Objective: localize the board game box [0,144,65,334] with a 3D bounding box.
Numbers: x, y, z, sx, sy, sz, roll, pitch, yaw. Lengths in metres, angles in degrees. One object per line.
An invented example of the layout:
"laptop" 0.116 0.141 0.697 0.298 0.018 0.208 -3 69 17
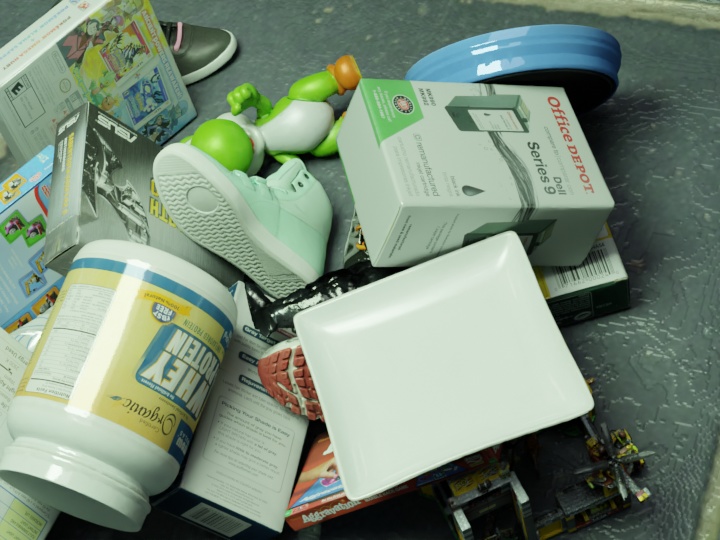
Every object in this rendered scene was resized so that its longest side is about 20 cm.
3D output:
"board game box" -0.324 0.002 1.499 0.200 0.152 0.037 -41 51 -17

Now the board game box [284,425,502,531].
"board game box" 0.033 0.144 1.327 0.199 0.019 0.103 -23 24 29

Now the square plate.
"square plate" 0.061 0.075 1.281 0.197 0.029 0.201 -21 46 1

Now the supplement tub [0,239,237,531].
"supplement tub" -0.195 0.092 1.312 0.144 0.145 0.201 13 69 21

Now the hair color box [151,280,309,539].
"hair color box" -0.099 0.122 1.392 0.100 0.060 0.201 28 55 -21

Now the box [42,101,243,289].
"box" -0.189 -0.036 1.470 0.048 0.200 0.159 -29 46 31

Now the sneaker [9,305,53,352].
"sneaker" -0.288 0.072 1.503 0.199 0.075 0.087 -17 42 -5

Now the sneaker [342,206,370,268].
"sneaker" 0.022 -0.052 1.503 0.078 0.077 0.201 1 59 11

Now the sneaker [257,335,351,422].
"sneaker" 0.005 0.074 1.405 0.199 0.078 0.082 -6 25 -22

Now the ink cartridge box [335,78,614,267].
"ink cartridge box" 0.096 -0.083 1.391 0.198 0.084 0.147 -1 52 -22

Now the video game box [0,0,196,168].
"video game box" -0.261 -0.168 1.575 0.182 0.201 0.047 -40 55 -16

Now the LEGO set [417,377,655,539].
"LEGO set" 0.127 0.148 1.312 0.199 0.116 0.155 -17 53 1

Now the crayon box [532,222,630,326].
"crayon box" 0.155 -0.041 1.481 0.126 0.051 0.201 -15 54 2

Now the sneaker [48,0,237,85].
"sneaker" -0.231 -0.243 1.683 0.198 0.099 0.071 -3 53 9

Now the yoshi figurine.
"yoshi figurine" -0.083 -0.130 1.567 0.199 0.112 0.113 -21 60 1

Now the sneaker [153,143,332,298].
"sneaker" -0.103 -0.072 1.492 0.073 0.200 0.119 -21 39 36

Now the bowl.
"bowl" 0.140 -0.168 1.491 0.199 0.201 0.040 -10 78 6

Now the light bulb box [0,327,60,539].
"light bulb box" -0.347 0.150 1.350 0.124 0.198 0.201 2 55 47

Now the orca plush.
"orca plush" 0.000 0.000 1.393 0.198 0.072 0.105 -4 19 -9
